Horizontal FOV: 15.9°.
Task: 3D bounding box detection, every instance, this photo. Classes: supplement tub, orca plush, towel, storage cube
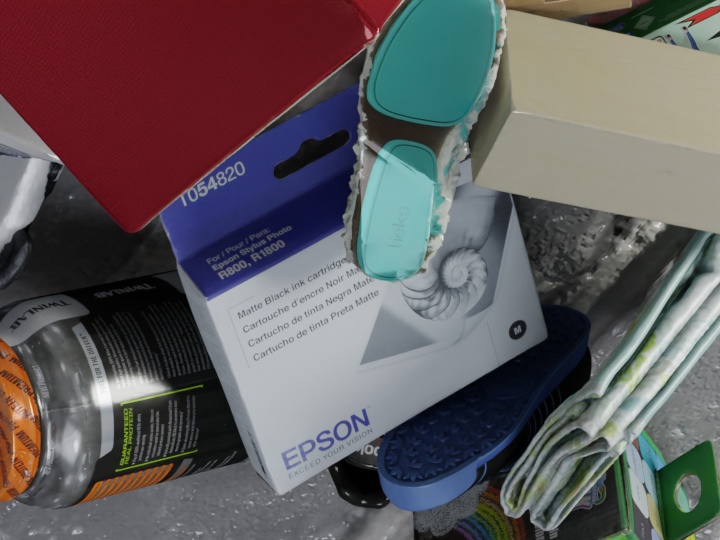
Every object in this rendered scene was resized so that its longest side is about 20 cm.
[{"bbox_3d":[-0.145,0.068,1.505,0.199,0.123,0.123,-11,144,-39],"label":"supplement tub"},{"bbox_3d":[-0.220,-0.015,1.509,0.071,0.105,0.201,-2,121,-57],"label":"orca plush"},{"bbox_3d":[0.165,0.052,1.497,0.048,0.200,0.171,40,153,5],"label":"towel"},{"bbox_3d":[-0.086,-0.159,1.229,0.200,0.171,0.180,-38,100,29],"label":"storage cube"}]

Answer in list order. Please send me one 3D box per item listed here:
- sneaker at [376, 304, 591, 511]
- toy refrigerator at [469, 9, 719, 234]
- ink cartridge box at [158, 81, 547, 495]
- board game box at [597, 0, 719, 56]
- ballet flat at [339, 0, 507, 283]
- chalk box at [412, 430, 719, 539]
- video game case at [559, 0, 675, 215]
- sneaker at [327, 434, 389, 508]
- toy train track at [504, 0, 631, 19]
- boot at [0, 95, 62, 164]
[{"bbox_3d":[0.081,0.101,1.559,0.070,0.200,0.078,21,130,31],"label":"sneaker"},{"bbox_3d":[0.160,-0.073,1.393,0.199,0.076,0.070,10,139,-15],"label":"toy refrigerator"},{"bbox_3d":[0.000,0.000,1.470,0.199,0.041,0.201,-30,123,-16],"label":"ink cartridge box"},{"bbox_3d":[0.230,-0.117,1.434,0.199,0.029,0.135,-26,129,19],"label":"board game box"},{"bbox_3d":[0.028,-0.086,1.369,0.071,0.072,0.201,9,125,-12],"label":"ballet flat"},{"bbox_3d":[0.148,0.175,1.673,0.199,0.125,0.124,-23,131,20],"label":"chalk box"},{"bbox_3d":[0.218,-0.122,1.462,0.199,0.023,0.183,-13,133,10],"label":"video game case"},{"bbox_3d":[0.022,0.069,1.583,0.070,0.098,0.201,13,131,-9],"label":"sneaker"},{"bbox_3d":[0.082,-0.165,1.346,0.114,0.033,0.200,-8,161,5],"label":"toy train track"},{"bbox_3d":[-0.198,-0.098,1.415,0.199,0.073,0.090,13,176,-1],"label":"boot"}]
